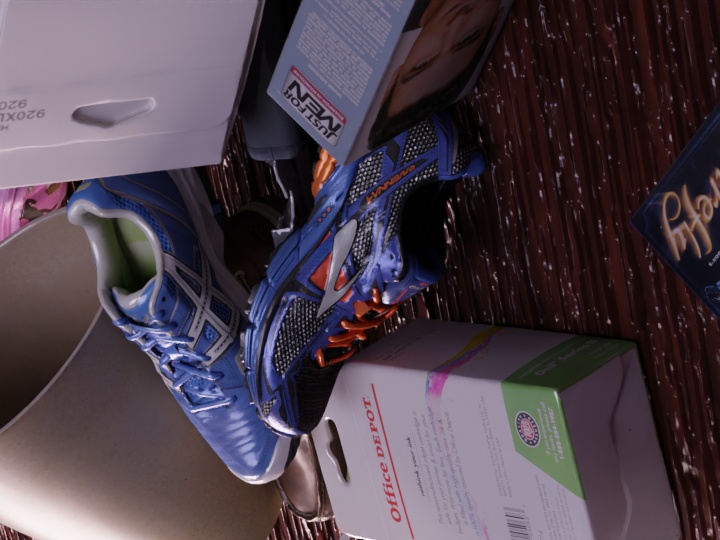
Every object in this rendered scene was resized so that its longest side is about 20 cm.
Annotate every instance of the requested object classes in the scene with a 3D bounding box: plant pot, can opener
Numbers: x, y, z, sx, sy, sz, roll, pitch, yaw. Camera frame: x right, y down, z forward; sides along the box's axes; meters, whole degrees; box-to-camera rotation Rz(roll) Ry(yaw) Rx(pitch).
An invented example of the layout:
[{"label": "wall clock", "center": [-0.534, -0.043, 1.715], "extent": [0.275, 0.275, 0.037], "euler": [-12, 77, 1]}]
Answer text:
[{"label": "plant pot", "center": [-0.144, 0.096, 1.576], "extent": [0.187, 0.187, 0.200], "euler": [-3, 141, 50]}, {"label": "can opener", "center": [-0.027, -0.083, 1.440], "extent": [0.067, 0.053, 0.200], "euler": [-3, 116, 15]}]

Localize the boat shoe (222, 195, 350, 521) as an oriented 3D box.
[{"label": "boat shoe", "center": [-0.056, 0.061, 1.536], "extent": [0.075, 0.075, 0.202], "euler": [11, 122, 45]}]

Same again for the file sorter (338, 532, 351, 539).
[{"label": "file sorter", "center": [-0.016, 0.231, 1.505], "extent": [0.125, 0.200, 0.139], "euler": [50, 142, 16]}]

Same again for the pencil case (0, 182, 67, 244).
[{"label": "pencil case", "center": [-0.217, -0.020, 1.661], "extent": [0.087, 0.083, 0.200], "euler": [36, 136, 29]}]

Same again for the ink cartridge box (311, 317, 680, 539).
[{"label": "ink cartridge box", "center": [0.064, 0.092, 1.425], "extent": [0.200, 0.067, 0.117], "euler": [6, 118, 46]}]

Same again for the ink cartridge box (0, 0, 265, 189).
[{"label": "ink cartridge box", "center": [-0.155, -0.163, 1.386], "extent": [0.200, 0.147, 0.145], "euler": [61, 149, 36]}]

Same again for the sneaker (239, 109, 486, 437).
[{"label": "sneaker", "center": [0.000, 0.000, 1.386], "extent": [0.078, 0.075, 0.200], "euler": [28, 107, 21]}]

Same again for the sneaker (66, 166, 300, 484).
[{"label": "sneaker", "center": [-0.099, 0.029, 1.453], "extent": [0.076, 0.077, 0.200], "euler": [-23, 96, 38]}]

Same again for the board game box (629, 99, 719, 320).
[{"label": "board game box", "center": [0.214, -0.035, 1.192], "extent": [0.136, 0.035, 0.200], "euler": [49, 142, 14]}]

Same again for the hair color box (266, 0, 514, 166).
[{"label": "hair color box", "center": [0.033, -0.149, 1.270], "extent": [0.061, 0.099, 0.200], "euler": [45, 141, 17]}]
